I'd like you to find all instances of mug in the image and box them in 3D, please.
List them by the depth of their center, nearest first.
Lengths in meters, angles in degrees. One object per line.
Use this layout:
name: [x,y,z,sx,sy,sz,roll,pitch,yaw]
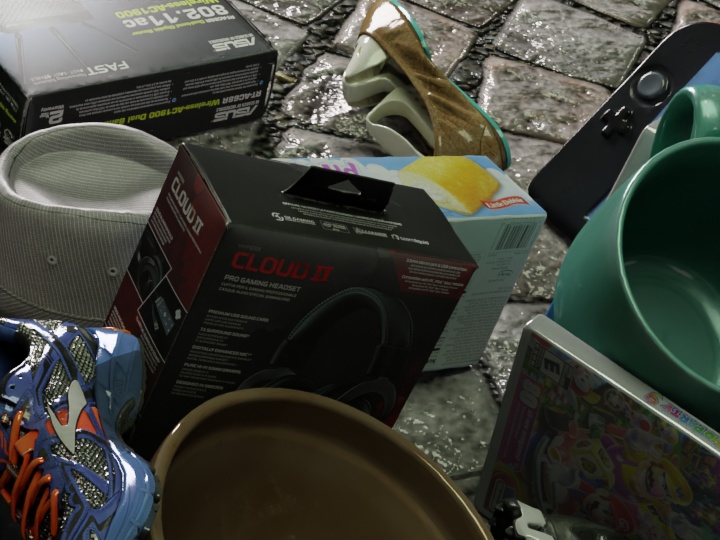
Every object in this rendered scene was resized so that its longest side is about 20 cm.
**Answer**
mug: [0.189,0.010,1.023,0.152,0.114,0.185,37,58,0]

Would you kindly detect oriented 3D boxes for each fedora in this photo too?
fedora: [-0.144,-0.024,1.115,0.199,0.091,0.177,16,37,1]

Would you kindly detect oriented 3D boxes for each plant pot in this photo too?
plant pot: [-0.030,0.162,0.895,0.200,0.093,0.201,22,40,-20]

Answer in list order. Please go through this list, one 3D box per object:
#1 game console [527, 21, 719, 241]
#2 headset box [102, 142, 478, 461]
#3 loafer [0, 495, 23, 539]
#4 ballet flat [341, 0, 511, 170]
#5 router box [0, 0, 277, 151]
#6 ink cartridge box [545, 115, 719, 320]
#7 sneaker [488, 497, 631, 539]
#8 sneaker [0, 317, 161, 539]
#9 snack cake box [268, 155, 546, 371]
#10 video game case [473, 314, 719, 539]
game console: [0.227,-0.059,1.244,0.177,0.031,0.200,-44,52,0]
headset box: [-0.045,0.031,0.962,0.148,0.200,0.077,10,31,-33]
loafer: [-0.143,0.147,0.915,0.068,0.071,0.201,-6,42,-25]
ballet flat: [0.031,-0.123,1.336,0.072,0.068,0.200,-23,52,-13]
router box: [-0.180,-0.151,1.289,0.199,0.062,0.150,-16,48,-34]
ink cartridge box: [0.233,0.016,1.125,0.200,0.145,0.084,32,24,13]
sneaker: [0.116,0.200,0.923,0.090,0.067,0.201,5,47,-11]
sneaker: [-0.141,0.089,0.847,0.078,0.076,0.200,20,24,-21]
snack cake box: [0.000,0.000,1.085,0.199,0.115,0.067,-4,39,-41]
video game case: [0.152,0.129,0.977,0.200,0.144,0.018,34,46,24]
